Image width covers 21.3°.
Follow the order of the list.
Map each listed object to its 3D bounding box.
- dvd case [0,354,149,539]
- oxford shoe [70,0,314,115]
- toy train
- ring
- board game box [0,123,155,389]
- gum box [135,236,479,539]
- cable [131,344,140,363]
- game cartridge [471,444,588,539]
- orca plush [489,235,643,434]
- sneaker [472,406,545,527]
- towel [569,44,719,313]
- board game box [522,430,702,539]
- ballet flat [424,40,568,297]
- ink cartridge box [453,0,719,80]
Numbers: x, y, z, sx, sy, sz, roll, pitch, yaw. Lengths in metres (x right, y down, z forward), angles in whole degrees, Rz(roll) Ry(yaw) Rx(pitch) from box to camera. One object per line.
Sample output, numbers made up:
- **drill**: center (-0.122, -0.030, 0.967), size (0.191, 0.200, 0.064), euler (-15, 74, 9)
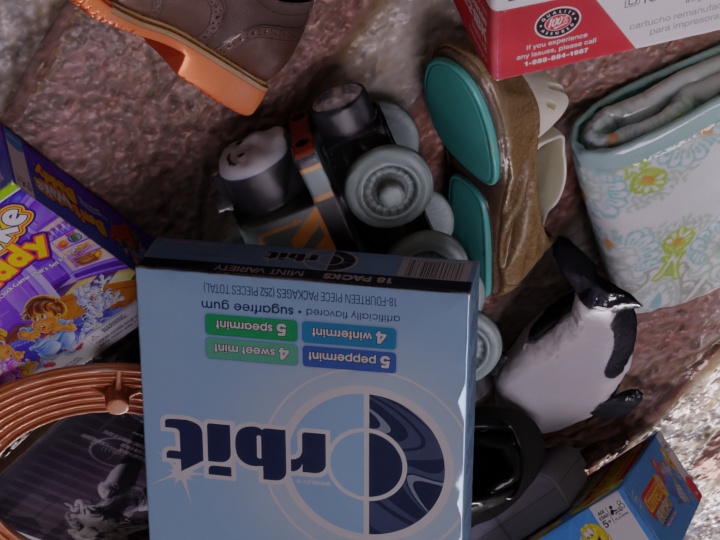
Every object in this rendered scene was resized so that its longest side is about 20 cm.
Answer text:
- **dvd case**: center (-0.131, 0.127, 1.126), size (0.148, 0.016, 0.200), euler (25, 135, -27)
- **oxford shoe**: center (-0.097, -0.145, 0.865), size (0.073, 0.071, 0.200), euler (-50, 141, 7)
- **toy train**: center (0.000, 0.000, 1.016), size (0.114, 0.085, 0.201), euler (-22, 119, 5)
- **ring**: center (-0.144, 0.125, 1.075), size (0.199, 0.019, 0.201), euler (-5, 136, -5)
- **board game box**: center (-0.218, 0.025, 1.005), size (0.200, 0.045, 0.134), euler (-34, 138, 15)
- **gum box**: center (-0.026, 0.087, 0.989), size (0.169, 0.045, 0.201), euler (4, 114, 9)
- **cable**: center (-0.034, 0.050, 1.110), size (0.199, 0.051, 0.164), euler (-3, 137, -20)
- **game cartridge**: center (0.055, 0.184, 1.256), size (0.200, 0.041, 0.133), euler (-35, 180, 14)
- **orca plush**: center (0.122, 0.029, 1.151), size (0.105, 0.071, 0.200), euler (7, 150, 10)
- **sneaker**: center (0.064, 0.114, 1.101), size (0.090, 0.076, 0.200), euler (-16, 176, 33)
- **towel**: center (0.226, -0.062, 1.102), size (0.199, 0.048, 0.171), euler (-23, 139, 2)
- **board game box**: center (0.120, 0.195, 1.252), size (0.195, 0.056, 0.200), euler (-35, 176, 15)
- **ballet flat**: center (0.080, -0.064, 1.031), size (0.072, 0.068, 0.200), euler (-34, 143, -17)
- **ink cartridge box**: center (0.115, -0.199, 0.872), size (0.144, 0.084, 0.200), euler (-14, 139, -8)
